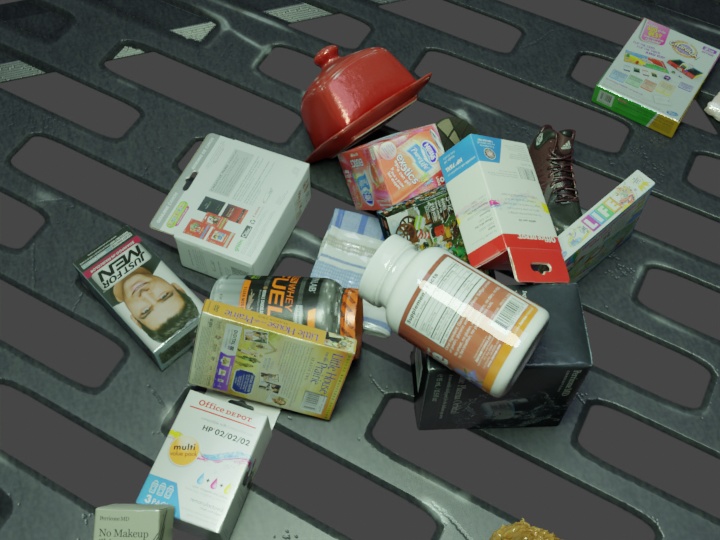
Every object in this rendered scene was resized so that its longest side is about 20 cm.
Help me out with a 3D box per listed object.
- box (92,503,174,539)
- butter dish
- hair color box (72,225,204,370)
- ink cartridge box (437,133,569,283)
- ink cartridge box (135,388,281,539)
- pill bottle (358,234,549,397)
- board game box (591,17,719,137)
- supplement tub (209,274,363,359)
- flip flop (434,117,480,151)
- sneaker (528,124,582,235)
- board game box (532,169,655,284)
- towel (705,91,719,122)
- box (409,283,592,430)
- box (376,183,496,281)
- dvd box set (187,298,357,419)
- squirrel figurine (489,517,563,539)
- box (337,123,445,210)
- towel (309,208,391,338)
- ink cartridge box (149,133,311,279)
[{"bbox_3d":[-0.264,0.373,0.958,0.081,0.068,0.202,-1,79,3],"label":"box"},{"bbox_3d":[-0.020,-0.280,1.305,0.199,0.199,0.148,-35,96,-19],"label":"butter dish"},{"bbox_3d":[-0.312,0.037,1.208,0.099,0.061,0.200,-39,67,-21],"label":"hair color box"},{"bbox_3d":[0.185,-0.067,1.077,0.116,0.067,0.202,2,67,-41],"label":"ink cartridge box"},{"bbox_3d":[-0.189,0.233,1.082,0.114,0.068,0.201,16,59,9],"label":"ink cartridge box"},{"bbox_3d":[0.101,0.045,0.942,0.199,0.112,0.112,32,63,17],"label":"pill bottle"},{"bbox_3d":[0.513,-0.337,1.449,0.152,0.040,0.200,30,63,17],"label":"board game box"},{"bbox_3d":[-0.099,0.069,1.144,0.198,0.123,0.123,2,58,6],"label":"supplement tub"},{"bbox_3d":[0.182,-0.160,1.337,0.081,0.058,0.200,-36,80,-26],"label":"flip flop"},{"bbox_3d":[0.297,-0.148,1.265,0.075,0.116,0.201,2,44,-20],"label":"sneaker"},{"bbox_3d":[0.333,-0.042,1.213,0.200,0.135,0.034,-37,65,-21],"label":"board game box"},{"bbox_3d":[0.713,-0.271,1.414,0.200,0.032,0.191,38,65,20],"label":"towel"},{"bbox_3d":[0.171,0.115,1.079,0.198,0.197,0.118,-2,59,-2],"label":"box"},{"bbox_3d":[0.113,-0.012,1.167,0.136,0.201,0.038,-23,25,-13],"label":"box"},{"bbox_3d":[-0.117,0.118,1.086,0.198,0.147,0.030,15,43,-4],"label":"dvd box set"},{"bbox_3d":[0.218,0.366,0.939,0.185,0.143,0.200,-4,22,34],"label":"squirrel figurine"},{"bbox_3d":[0.048,-0.149,1.236,0.102,0.200,0.095,-22,100,-14],"label":"box"},{"bbox_3d":[0.000,0.000,1.253,0.146,0.024,0.201,14,59,8],"label":"towel"},{"bbox_3d":[-0.193,-0.092,1.273,0.174,0.084,0.201,20,60,12],"label":"ink cartridge box"}]
